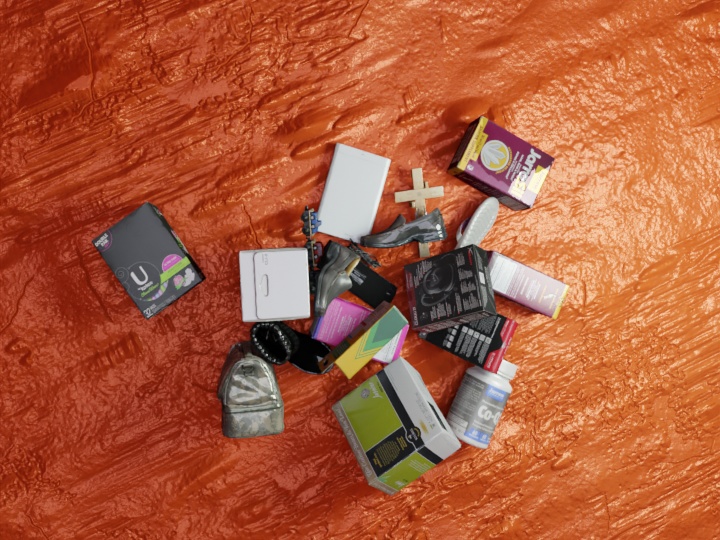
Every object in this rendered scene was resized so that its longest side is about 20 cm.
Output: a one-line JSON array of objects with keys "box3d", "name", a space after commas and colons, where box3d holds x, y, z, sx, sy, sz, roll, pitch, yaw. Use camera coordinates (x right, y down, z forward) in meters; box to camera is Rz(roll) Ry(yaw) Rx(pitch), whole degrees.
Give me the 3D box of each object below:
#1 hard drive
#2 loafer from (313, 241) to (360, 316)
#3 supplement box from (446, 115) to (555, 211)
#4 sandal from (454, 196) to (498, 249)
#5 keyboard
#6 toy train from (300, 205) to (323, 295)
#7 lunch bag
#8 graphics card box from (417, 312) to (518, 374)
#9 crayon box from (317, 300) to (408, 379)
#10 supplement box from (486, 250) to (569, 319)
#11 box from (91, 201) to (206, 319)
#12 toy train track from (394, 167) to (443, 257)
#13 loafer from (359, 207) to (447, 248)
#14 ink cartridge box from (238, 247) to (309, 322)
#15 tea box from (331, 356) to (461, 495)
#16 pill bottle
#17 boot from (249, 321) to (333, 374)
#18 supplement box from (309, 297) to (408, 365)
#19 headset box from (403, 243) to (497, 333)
[{"box3d": [-0.020, -0.172, 1.722, 0.130, 0.026, 0.203, 16, 90, -7], "name": "hard drive"}, {"box3d": [-0.052, 0.020, 1.614, 0.071, 0.073, 0.202, 15, 49, 2], "name": "loafer"}, {"box3d": [0.316, -0.239, 1.723, 0.198, 0.103, 0.133, 27, 87, -8], "name": "supplement box"}, {"box3d": [0.247, -0.086, 1.744, 0.050, 0.082, 0.204, 31, 89, 36], "name": "sandal"}, {"box3d": [0.000, 0.000, 1.734, 0.199, 0.040, 0.105, 36, 111, -8], "name": "keyboard"}, {"box3d": [-0.103, -0.044, 1.695, 0.045, 0.034, 0.204, -4, 102, 5], "name": "toy train"}, {"box3d": [-0.238, 0.249, 1.627, 0.137, 0.200, 0.171, -2, 96, -10], "name": "lunch bag"}, {"box3d": [0.240, 0.134, 1.702, 0.198, 0.051, 0.127, 23, 90, 28], "name": "graphics card box"}, {"box3d": [0.003, 0.153, 1.584, 0.200, 0.126, 0.052, -42, 97, -4], "name": "crayon box"}, {"box3d": [0.358, 0.030, 1.734, 0.197, 0.110, 0.087, 24, 90, -7], "name": "supplement box"}, {"box3d": [-0.448, -0.022, 1.624, 0.148, 0.124, 0.201, -35, 95, -6], "name": "box"}, {"box3d": [0.136, -0.133, 1.742, 0.113, 0.033, 0.204, -7, 100, -7], "name": "toy train track"}, {"box3d": [0.093, -0.092, 1.698, 0.196, 0.073, 0.074, -10, 96, -5], "name": "loafer"}, {"box3d": [-0.185, 0.026, 1.620, 0.142, 0.200, 0.148, -3, 93, -7], "name": "ink cartridge box"}, {"box3d": [0.075, 0.337, 1.638, 0.195, 0.134, 0.201, -35, 55, 6], "name": "tea box"}, {"box3d": [0.276, 0.291, 1.732, 0.112, 0.114, 0.203, 24, 89, -7], "name": "pill bottle"}, {"box3d": [-0.147, 0.172, 1.651, 0.209, 0.158, 0.080, 28, 89, -7], "name": "boot"}, {"box3d": [-0.004, 0.132, 1.697, 0.197, 0.101, 0.105, 21, 89, -8], "name": "supplement box"}, {"box3d": [0.187, 0.045, 1.671, 0.198, 0.077, 0.151, -19, 69, 31], "name": "headset box"}]
